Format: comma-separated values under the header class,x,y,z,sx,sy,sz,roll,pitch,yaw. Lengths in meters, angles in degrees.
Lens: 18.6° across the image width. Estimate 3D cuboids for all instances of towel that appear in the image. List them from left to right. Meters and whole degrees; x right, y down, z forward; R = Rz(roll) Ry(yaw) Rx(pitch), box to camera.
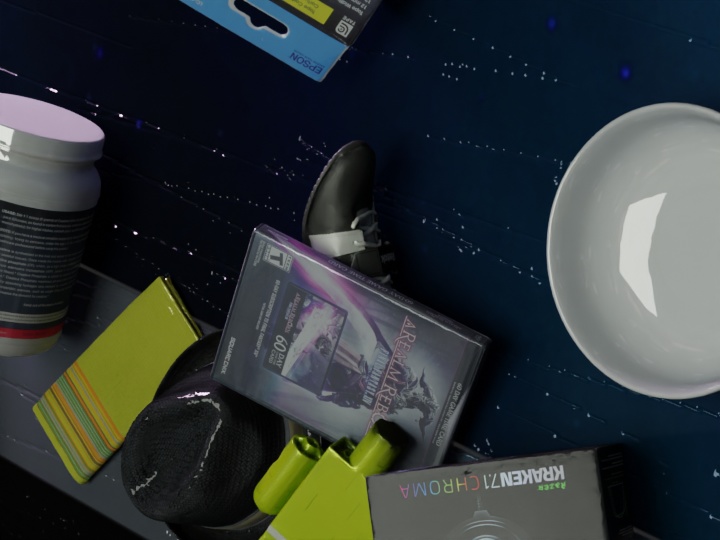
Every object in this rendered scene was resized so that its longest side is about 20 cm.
class,x,y,z,sx,sy,sz,roll,pitch,yaw
towel,-0.206,0.096,1.897,0.200,0.018,0.086,-44,70,30

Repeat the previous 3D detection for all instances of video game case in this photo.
class,x,y,z,sx,sy,sz,roll,pitch,yaw
video game case,-0.010,0.067,1.670,0.200,0.019,0.143,27,122,14

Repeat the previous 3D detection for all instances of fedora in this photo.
class,x,y,z,sx,sy,sz,roll,pitch,yaw
fedora,-0.127,0.145,1.776,0.200,0.092,0.201,4,96,37

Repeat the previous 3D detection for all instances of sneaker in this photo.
class,x,y,z,sx,sy,sz,roll,pitch,yaw
sneaker,0.000,0.000,1.692,0.088,0.074,0.200,24,116,29

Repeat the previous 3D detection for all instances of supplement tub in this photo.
class,x,y,z,sx,sy,sz,roll,pitch,yaw
supplement tub,-0.305,-0.039,1.892,0.140,0.140,0.200,29,109,35

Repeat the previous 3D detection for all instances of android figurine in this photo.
class,x,y,z,sx,sy,sz,roll,pitch,yaw
android figurine,-0.005,0.213,1.686,0.182,0.041,0.200,39,116,11

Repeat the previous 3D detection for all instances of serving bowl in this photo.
class,x,y,z,sx,sy,sz,roll,pitch,yaw
serving bowl,0.227,-0.014,1.503,0.200,0.066,0.200,2,93,39

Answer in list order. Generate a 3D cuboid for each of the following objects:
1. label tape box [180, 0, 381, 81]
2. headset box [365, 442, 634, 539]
class,x,y,z,sx,sy,sz,roll,pitch,yaw
label tape box,-0.034,-0.262,1.662,0.200,0.143,0.066,-53,16,29
headset box,0.107,0.232,1.558,0.174,0.093,0.200,-8,86,18
